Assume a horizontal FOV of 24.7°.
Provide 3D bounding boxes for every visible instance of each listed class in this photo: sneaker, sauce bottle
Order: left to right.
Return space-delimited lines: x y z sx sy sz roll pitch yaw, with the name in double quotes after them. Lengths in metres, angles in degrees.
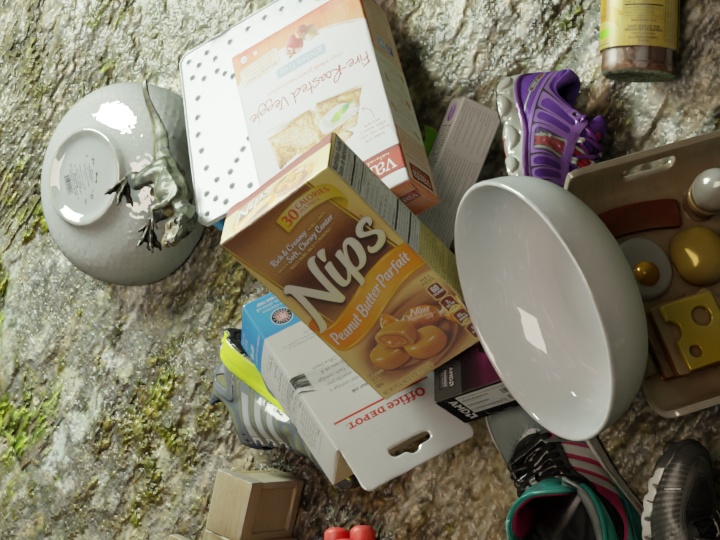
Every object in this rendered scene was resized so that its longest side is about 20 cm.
-0.064 0.136 1.483 0.200 0.074 0.081 42 119 36 "sneaker"
0.145 0.171 1.297 0.084 0.120 0.200 -51 60 20 "sneaker"
0.159 -0.087 1.307 0.083 0.081 0.201 -16 54 14 "sneaker"
0.224 -0.252 1.310 0.064 0.065 0.202 0 85 34 "sauce bottle"
0.258 0.230 1.238 0.090 0.066 0.202 9 96 53 "sneaker"

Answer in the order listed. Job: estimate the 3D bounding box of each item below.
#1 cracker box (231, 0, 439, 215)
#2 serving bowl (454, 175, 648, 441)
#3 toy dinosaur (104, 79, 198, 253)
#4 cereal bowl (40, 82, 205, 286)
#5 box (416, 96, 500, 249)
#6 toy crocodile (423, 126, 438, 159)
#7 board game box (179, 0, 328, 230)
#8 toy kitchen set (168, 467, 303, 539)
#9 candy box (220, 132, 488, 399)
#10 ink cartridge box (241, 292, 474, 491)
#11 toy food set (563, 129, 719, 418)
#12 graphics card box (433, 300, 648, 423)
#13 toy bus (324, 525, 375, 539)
-0.024 -0.119 1.367 0.133 0.058 0.201 -27 59 21 "cracker box"
0.147 0.019 1.196 0.200 0.065 0.201 49 152 38 "serving bowl"
-0.189 -0.076 1.505 0.088 0.047 0.201 -51 43 31 "toy dinosaur"
-0.242 -0.087 1.606 0.199 0.083 0.202 -2 86 33 "cereal bowl"
0.062 -0.046 1.382 0.039 0.041 0.201 -171 102 -77 "box"
-0.013 -0.080 1.458 0.199 0.067 0.062 -11 75 31 "toy crocodile"
-0.070 -0.156 1.477 0.199 0.026 0.201 -27 53 23 "board game box"
-0.182 0.265 1.490 0.180 0.163 0.202 16 95 34 "toy kitchen set"
0.000 0.000 1.295 0.115 0.200 0.055 -34 27 25 "candy box"
-0.004 0.099 1.402 0.200 0.115 0.068 55 157 25 "ink cartridge box"
0.252 0.001 1.221 0.060 0.143 0.201 115 137 -64 "toy food set"
0.150 0.034 1.323 0.199 0.051 0.126 -22 52 33 "graphics card box"
0.004 0.310 1.393 0.199 0.136 0.193 -5 68 32 "toy bus"
